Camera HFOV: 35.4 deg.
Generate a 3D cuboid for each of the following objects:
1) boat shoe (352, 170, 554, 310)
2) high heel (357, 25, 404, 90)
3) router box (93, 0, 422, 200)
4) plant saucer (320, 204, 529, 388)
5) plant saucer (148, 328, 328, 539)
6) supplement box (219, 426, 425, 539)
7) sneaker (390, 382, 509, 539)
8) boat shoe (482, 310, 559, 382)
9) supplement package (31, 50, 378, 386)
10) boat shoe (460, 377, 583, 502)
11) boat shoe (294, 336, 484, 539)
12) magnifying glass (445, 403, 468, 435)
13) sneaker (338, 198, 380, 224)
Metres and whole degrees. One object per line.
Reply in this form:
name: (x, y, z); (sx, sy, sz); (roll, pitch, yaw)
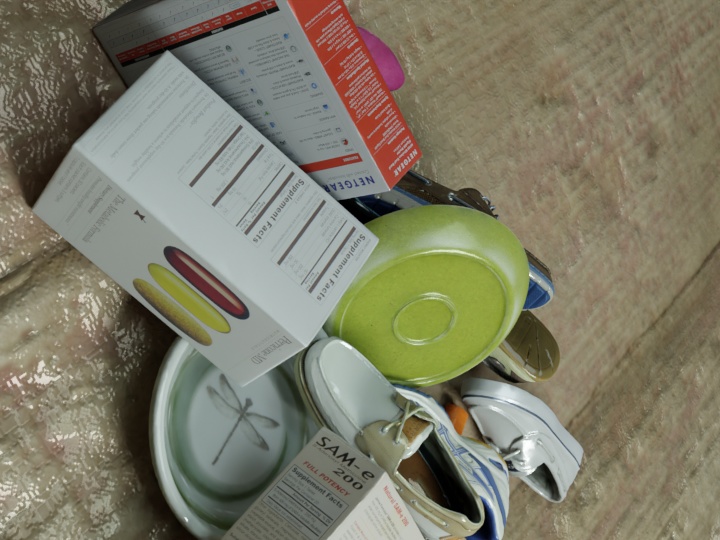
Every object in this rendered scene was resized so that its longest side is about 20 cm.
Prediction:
boat shoe: (0.090, -0.037, 1.000); (0.200, 0.072, 0.072); (30, 52, -11)
high heel: (-0.044, -0.167, 0.946); (0.200, 0.067, 0.096); (22, 58, -37)
router box: (-0.079, -0.131, 0.821); (0.049, 0.200, 0.180); (-49, 120, -38)
plant saucer: (0.051, 0.034, 0.948); (0.200, 0.200, 0.031); (37, 23, -36)
plant saucer: (-0.091, 0.119, 0.883); (0.200, 0.050, 0.201); (8, 79, -45)
supplement box: (-0.051, 0.233, 0.831); (0.200, 0.073, 0.126); (-46, 140, -19)
sneaker: (0.058, 0.171, 0.979); (0.200, 0.075, 0.088); (32, 35, -23)
boat shoe: (0.101, 0.034, 1.070); (0.200, 0.065, 0.073); (49, 50, -4)
supplement package: (-0.108, -0.032, 0.797); (0.200, 0.114, 0.110); (41, 55, -9)
boat shoe: (0.161, 0.171, 1.115); (0.200, 0.073, 0.065); (39, 59, -37)
boat shoe: (0.029, 0.131, 0.901); (0.200, 0.068, 0.075); (52, 53, -11)
magnifying glass: (0.058, 0.217, 1.047); (0.080, 0.022, 0.200); (43, 59, -33)
sneaker: (0.000, 0.000, 0.962); (0.200, 0.090, 0.078); (52, 52, -28)
